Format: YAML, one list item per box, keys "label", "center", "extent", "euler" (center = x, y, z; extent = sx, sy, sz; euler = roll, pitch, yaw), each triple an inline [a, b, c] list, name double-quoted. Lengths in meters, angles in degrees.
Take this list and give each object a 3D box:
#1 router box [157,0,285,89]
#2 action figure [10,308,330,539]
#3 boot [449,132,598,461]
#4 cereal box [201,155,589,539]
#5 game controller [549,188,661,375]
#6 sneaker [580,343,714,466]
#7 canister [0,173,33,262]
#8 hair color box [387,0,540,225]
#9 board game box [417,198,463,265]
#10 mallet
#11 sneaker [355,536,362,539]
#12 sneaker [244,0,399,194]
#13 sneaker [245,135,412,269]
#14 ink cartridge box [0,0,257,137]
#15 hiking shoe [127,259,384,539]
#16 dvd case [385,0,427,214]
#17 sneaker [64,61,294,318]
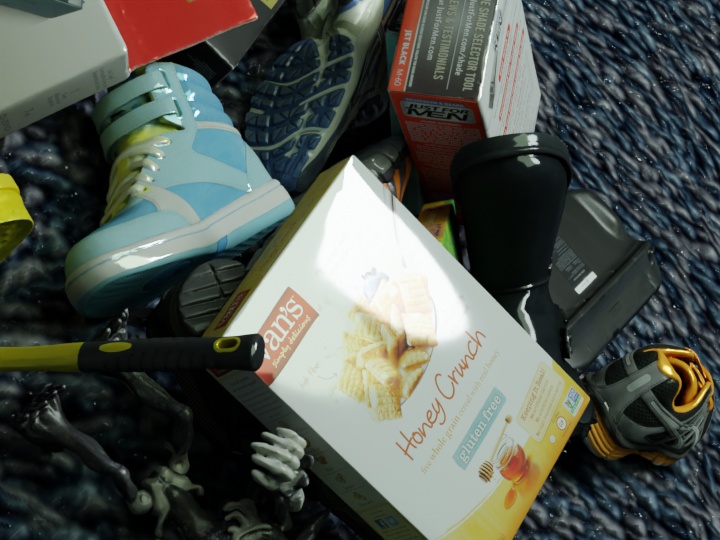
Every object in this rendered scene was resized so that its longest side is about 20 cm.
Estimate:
- label: "router box"
  center: [-0.138, -0.222, 1.277]
  extent: [0.200, 0.052, 0.157]
  euler: [45, 38, -11]
- label: "action figure"
  center: [-0.085, 0.124, 1.018]
  extent: [0.200, 0.102, 0.119]
  euler: [46, 73, -5]
- label: "boot"
  center: [0.106, 0.023, 1.242]
  extent: [0.076, 0.200, 0.169]
  euler: [-8, 69, -1]
- label: "cereal box"
  center: [0.021, 0.057, 1.065]
  extent: [0.200, 0.039, 0.144]
  euler: [44, 56, -16]
- label: "game controller"
  center: [0.150, 0.008, 1.425]
  extent: [0.104, 0.042, 0.200]
  euler: [42, 36, 8]
- label: "sneaker"
  center: [0.213, 0.088, 1.376]
  extent: [0.079, 0.077, 0.200]
  euler: [59, 24, 12]
- label: "canister"
  center: [-0.274, -0.080, 0.998]
  extent: [0.148, 0.086, 0.201]
  euler: [-20, 75, -52]
- label: "hair color box"
  center: [0.071, -0.117, 1.298]
  extent: [0.200, 0.063, 0.112]
  euler: [68, 32, -65]
- label: "board game box"
  center: [0.051, 0.015, 1.220]
  extent: [0.200, 0.030, 0.096]
  euler: [-53, 136, -78]
- label: "mallet"
  center: [-0.145, 0.050, 0.966]
  extent: [0.041, 0.199, 0.066]
  euler: [69, 32, -43]
- label: "sneaker"
  center: [0.014, 0.208, 1.086]
  extent: [0.075, 0.076, 0.201]
  euler: [39, 41, -21]
- label: "sneaker"
  center: [-0.009, -0.122, 1.315]
  extent: [0.085, 0.077, 0.201]
  euler: [51, 47, -38]
- label: "sneaker"
  center: [0.000, 0.000, 1.247]
  extent: [0.112, 0.077, 0.200]
  euler: [56, 37, -15]
- label: "ink cartridge box"
  center: [-0.179, -0.201, 1.145]
  extent: [0.175, 0.045, 0.201]
  euler: [-26, 79, -10]
- label: "hiking shoe"
  center: [-0.041, 0.077, 1.105]
  extent: [0.200, 0.100, 0.076]
  euler: [49, 59, -14]
- label: "dvd case"
  center: [0.054, -0.156, 1.378]
  extent: [0.200, 0.022, 0.147]
  euler: [-68, 160, -49]
- label: "sneaker"
  center: [-0.130, -0.053, 1.138]
  extent: [0.131, 0.079, 0.200]
  euler: [58, 28, 2]
